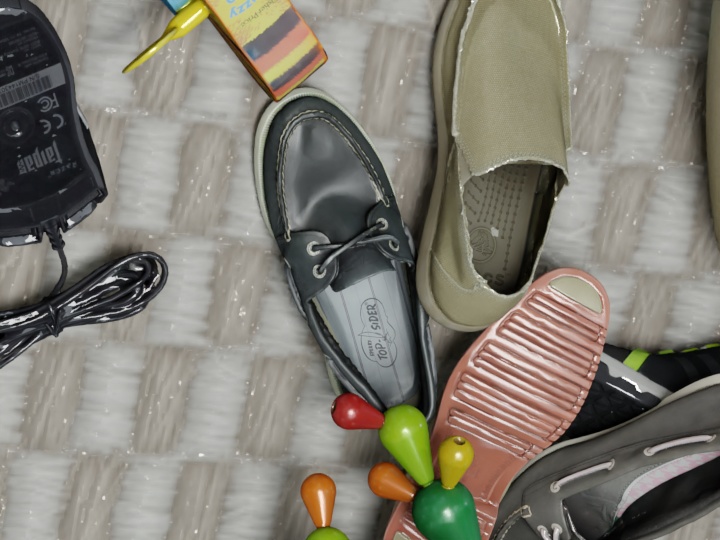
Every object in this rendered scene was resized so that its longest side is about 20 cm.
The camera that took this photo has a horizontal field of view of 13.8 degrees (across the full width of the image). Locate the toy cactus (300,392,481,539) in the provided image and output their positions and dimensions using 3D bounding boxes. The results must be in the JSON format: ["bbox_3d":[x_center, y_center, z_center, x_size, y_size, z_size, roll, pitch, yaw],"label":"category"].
[{"bbox_3d":[0.047,0.168,1.559,0.164,0.102,0.201,8,66,-30],"label":"toy cactus"}]

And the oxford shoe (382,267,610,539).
[{"bbox_3d":[0.069,0.080,1.630,0.071,0.074,0.201,32,102,-7],"label":"oxford shoe"}]

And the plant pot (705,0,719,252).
[{"bbox_3d":[0.258,-0.081,1.587,0.186,0.188,0.201,-5,136,-20],"label":"plant pot"}]

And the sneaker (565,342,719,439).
[{"bbox_3d":[0.191,0.073,1.688,0.199,0.072,0.083,24,55,-15],"label":"sneaker"}]

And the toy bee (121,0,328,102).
[{"bbox_3d":[-0.079,-0.150,1.459,0.199,0.109,0.131,28,99,-28],"label":"toy bee"}]

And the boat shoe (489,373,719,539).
[{"bbox_3d":[0.142,0.123,1.633,0.200,0.057,0.067,-34,119,29],"label":"boat shoe"}]

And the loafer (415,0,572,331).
[{"bbox_3d":[0.079,-0.067,1.556,0.075,0.068,0.201,6,89,-27],"label":"loafer"}]

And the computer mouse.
[{"bbox_3d":[-0.194,-0.042,1.494,0.140,0.046,0.201,-27,122,-6],"label":"computer mouse"}]

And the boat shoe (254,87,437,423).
[{"bbox_3d":[-0.002,0.001,1.571,0.074,0.066,0.200,-18,115,-14],"label":"boat shoe"}]
